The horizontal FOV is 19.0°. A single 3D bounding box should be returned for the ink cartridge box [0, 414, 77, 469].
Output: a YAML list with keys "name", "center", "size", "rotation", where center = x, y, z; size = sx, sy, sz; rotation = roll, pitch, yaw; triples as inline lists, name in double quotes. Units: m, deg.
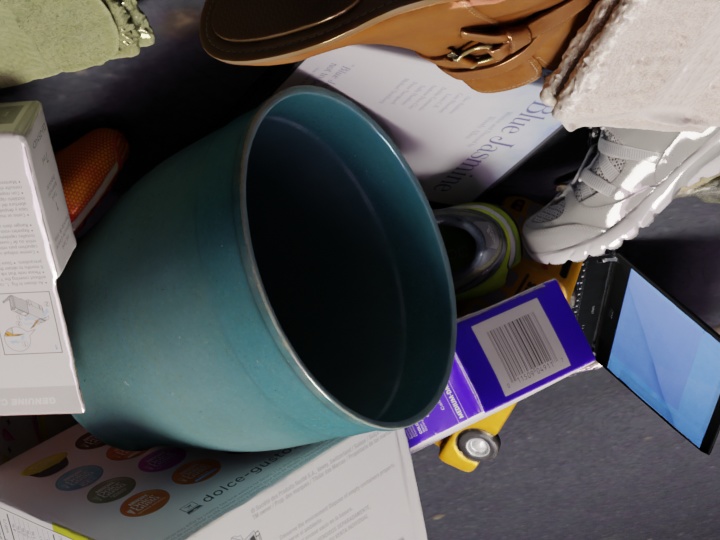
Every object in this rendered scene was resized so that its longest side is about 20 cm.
- name: "ink cartridge box"
  center: [-0.277, 0.105, 1.424]
  size: [0.145, 0.145, 0.200]
  rotation: [-19, 153, 17]

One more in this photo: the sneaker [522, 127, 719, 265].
- name: "sneaker"
  center: [0.168, -0.077, 1.314]
  size: [0.200, 0.082, 0.075]
  rotation: [-38, -173, 32]

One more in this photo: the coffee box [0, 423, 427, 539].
- name: "coffee box"
  center: [-0.090, 0.195, 1.331]
  size: [0.200, 0.200, 0.198]
  rotation: [-28, -155, -34]

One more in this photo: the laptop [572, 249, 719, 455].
- name: "laptop"
  center: [0.155, 0.069, 1.546]
  size: [0.200, 0.103, 0.177]
  rotation: [-8, 153, -4]

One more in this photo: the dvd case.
- name: "dvd case"
  center: [0.022, -0.089, 1.289]
  size: [0.200, 0.018, 0.143]
  rotation: [8, 147, -32]

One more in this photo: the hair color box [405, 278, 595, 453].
- name: "hair color box"
  center: [0.042, 0.078, 1.376]
  size: [0.109, 0.065, 0.200]
  rotation: [-21, 171, -41]

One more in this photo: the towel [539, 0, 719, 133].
- name: "towel"
  center: [0.191, -0.149, 1.153]
  size: [0.132, 0.034, 0.200]
  rotation: [-1, 138, -32]

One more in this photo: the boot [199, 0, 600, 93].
- name: "boot"
  center: [0.029, -0.138, 1.152]
  size: [0.200, 0.077, 0.155]
  rotation: [-26, 154, 15]

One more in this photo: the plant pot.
- name: "plant pot"
  center: [-0.076, 0.018, 1.245]
  size: [0.188, 0.200, 0.200]
  rotation: [-20, 152, 32]

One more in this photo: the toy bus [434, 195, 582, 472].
- name: "toy bus"
  center: [0.090, 0.047, 1.458]
  size: [0.078, 0.065, 0.200]
  rotation: [26, 133, -1]

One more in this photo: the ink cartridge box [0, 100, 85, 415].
- name: "ink cartridge box"
  center: [-0.258, -0.002, 1.199]
  size: [0.200, 0.045, 0.176]
  rotation: [-3, 120, 12]

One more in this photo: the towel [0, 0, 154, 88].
- name: "towel"
  center: [-0.202, -0.147, 1.081]
  size: [0.148, 0.037, 0.200]
  rotation: [-14, 154, 10]

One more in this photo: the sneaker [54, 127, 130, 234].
- name: "sneaker"
  center: [-0.223, -0.029, 1.267]
  size: [0.200, 0.073, 0.077]
  rotation: [-32, 112, 16]

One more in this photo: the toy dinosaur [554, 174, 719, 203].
- name: "toy dinosaur"
  center: [0.230, -0.066, 1.377]
  size: [0.200, 0.048, 0.088]
  rotation: [-3, 159, -6]

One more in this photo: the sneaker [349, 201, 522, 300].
- name: "sneaker"
  center: [0.000, 0.000, 1.344]
  size: [0.200, 0.074, 0.081]
  rotation: [-20, 172, 8]
